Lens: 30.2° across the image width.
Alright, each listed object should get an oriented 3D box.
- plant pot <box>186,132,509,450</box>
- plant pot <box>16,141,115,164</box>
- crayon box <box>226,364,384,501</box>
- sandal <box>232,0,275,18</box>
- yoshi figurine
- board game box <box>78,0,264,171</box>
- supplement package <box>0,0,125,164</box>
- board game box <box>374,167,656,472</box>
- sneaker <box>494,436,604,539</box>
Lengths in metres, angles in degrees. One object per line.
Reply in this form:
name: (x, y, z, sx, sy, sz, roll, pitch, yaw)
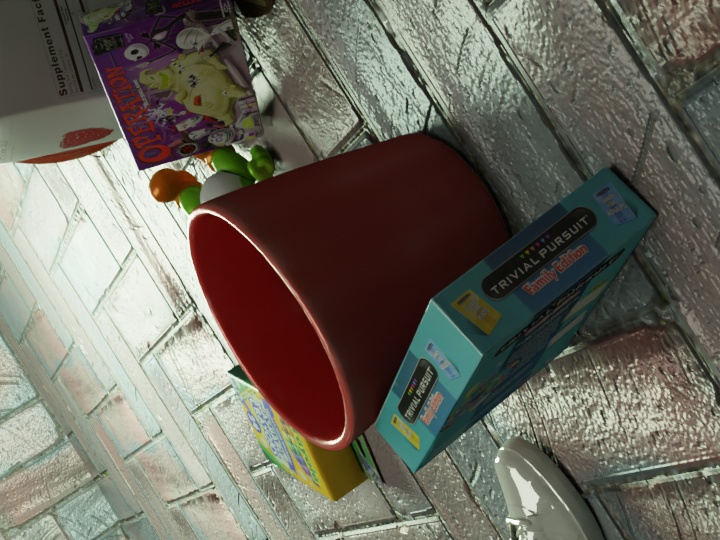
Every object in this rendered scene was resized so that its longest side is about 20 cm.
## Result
plant pot: (0.000, 0.000, 0.969, 0.200, 0.177, 0.201, 45, 154, 29)
plant pot: (-0.324, -0.244, 1.324, 0.201, 0.200, 0.196, 43, 145, 32)
crayon box: (-0.065, 0.175, 1.480, 0.200, 0.052, 0.126, 17, 134, 57)
sandal: (-0.147, -0.262, 1.092, 0.200, 0.055, 0.082, 23, 163, 35)
yoshi figurine: (-0.114, -0.050, 1.236, 0.200, 0.112, 0.113, 43, 146, 26)
board game box: (-0.151, -0.159, 1.109, 0.200, 0.120, 0.032, 80, 176, -63)
supplement package: (-0.247, -0.184, 1.183, 0.121, 0.199, 0.120, 137, 116, -67)
board game box: (0.093, 0.037, 0.859, 0.047, 0.151, 0.200, 47, 155, 15)
sneaker: (0.139, 0.244, 1.075, 0.200, 0.115, 0.074, 60, 159, -2)
